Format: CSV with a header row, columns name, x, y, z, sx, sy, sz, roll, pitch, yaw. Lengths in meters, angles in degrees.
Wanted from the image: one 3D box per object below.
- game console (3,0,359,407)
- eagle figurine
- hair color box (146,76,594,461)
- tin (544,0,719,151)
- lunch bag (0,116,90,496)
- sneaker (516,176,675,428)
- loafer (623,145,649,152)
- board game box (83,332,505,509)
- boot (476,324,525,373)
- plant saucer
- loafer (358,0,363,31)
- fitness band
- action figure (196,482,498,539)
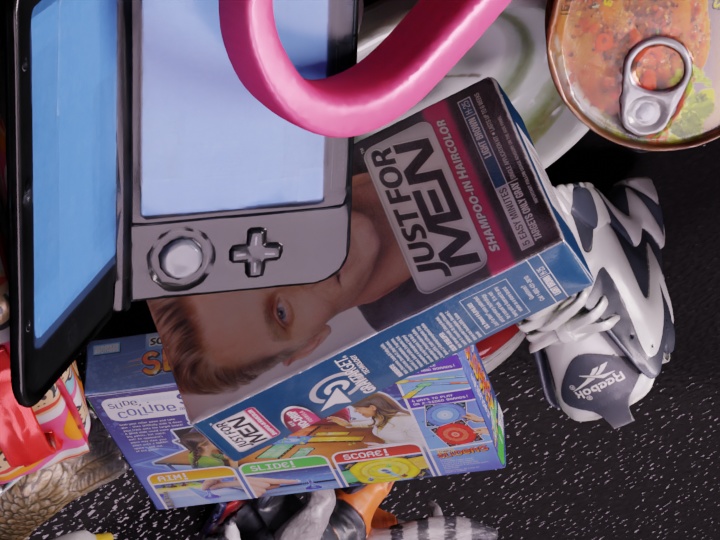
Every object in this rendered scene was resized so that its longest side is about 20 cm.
name,x,y,z,sx,sy,sz,roll,pitch,yaw
game console,-0.073,-0.059,1.265,0.175,0.116,0.201,-5,117,-15
eagle figurine,-0.200,0.166,1.652,0.151,0.152,0.200,-51,-177,-24
hair color box,0.000,0.000,1.431,0.199,0.100,0.061,-27,152,8
tin,0.149,-0.151,1.346,0.111,0.042,0.201,12,116,-3
lunch bag,-0.177,0.012,1.344,0.082,0.177,0.200,-20,153,-3
sneaker,0.109,0.024,1.585,0.079,0.130,0.199,-19,175,29
loafer,0.175,-0.146,1.408,0.201,0.068,0.070,-52,146,9
board game box,-0.032,0.072,1.584,0.199,0.035,0.136,-7,147,11
boot,0.001,0.017,1.609,0.199,0.073,0.144,-14,151,-9
plant saucer,0.030,-0.089,1.456,0.199,0.050,0.200,-17,153,-9
loafer,-0.078,-0.075,1.375,0.063,0.072,0.200,6,140,-43
fitness band,0.022,-0.148,1.275,0.200,0.037,0.144,-48,141,-13
action figure,-0.017,0.145,1.795,0.193,0.105,0.200,-21,157,-24
